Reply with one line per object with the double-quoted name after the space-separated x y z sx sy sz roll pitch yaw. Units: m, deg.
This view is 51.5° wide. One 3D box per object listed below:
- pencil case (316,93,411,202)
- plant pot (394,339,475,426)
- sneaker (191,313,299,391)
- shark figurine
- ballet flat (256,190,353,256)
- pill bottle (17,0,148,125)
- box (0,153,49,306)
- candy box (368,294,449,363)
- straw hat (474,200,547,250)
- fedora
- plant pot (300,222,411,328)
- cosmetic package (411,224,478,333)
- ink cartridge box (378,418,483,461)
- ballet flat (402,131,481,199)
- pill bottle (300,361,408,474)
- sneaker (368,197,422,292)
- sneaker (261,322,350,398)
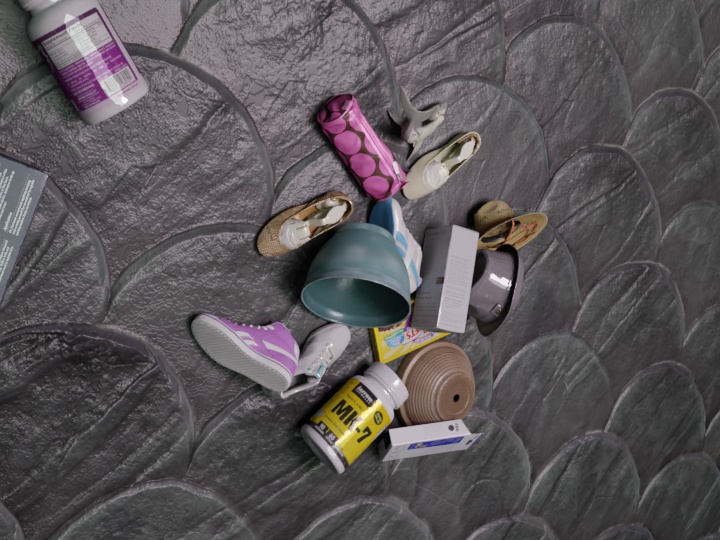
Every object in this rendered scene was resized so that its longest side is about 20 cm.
0.007 -0.223 1.355 0.091 0.093 0.201 -49 119 -16 "pencil case"
0.171 0.252 1.542 0.198 0.092 0.205 -7 103 -31 "plant pot"
-0.196 0.119 1.309 0.199 0.073 0.115 36 40 -13 "sneaker"
0.088 -0.279 1.394 0.089 0.214 0.129 41 108 7 "shark figurine"
-0.094 -0.086 1.330 0.199 0.065 0.071 -35 115 -23 "ballet flat"
-0.401 -0.322 1.067 0.112 0.112 0.202 -38 116 -21 "pill bottle"
-0.553 -0.077 1.016 0.180 0.103 0.204 23 86 -34 "box"
0.106 0.108 1.514 0.197 0.026 0.104 -21 110 -28 "candy box"
0.282 -0.097 1.551 0.198 0.202 0.086 -13 65 -30 "straw hat"
0.244 0.030 1.505 0.089 0.201 0.180 16 53 -16 "fedora"
0.000 0.000 1.347 0.198 0.199 0.137 27 57 -32 "plant pot"
0.166 0.019 1.473 0.073 0.101 0.204 12 80 -27 "cosmetic package"
0.140 0.341 1.507 0.196 0.100 0.040 -3 58 -16 "ink cartridge box"
0.165 -0.211 1.474 0.200 0.069 0.070 -42 117 -19 "ballet flat"
-0.009 0.275 1.418 0.200 0.114 0.115 -42 118 -20 "pill bottle"
0.071 -0.049 1.443 0.080 0.076 0.204 -25 118 -34 "sneaker"
-0.084 0.173 1.367 0.199 0.088 0.076 -37 114 -22 "sneaker"
